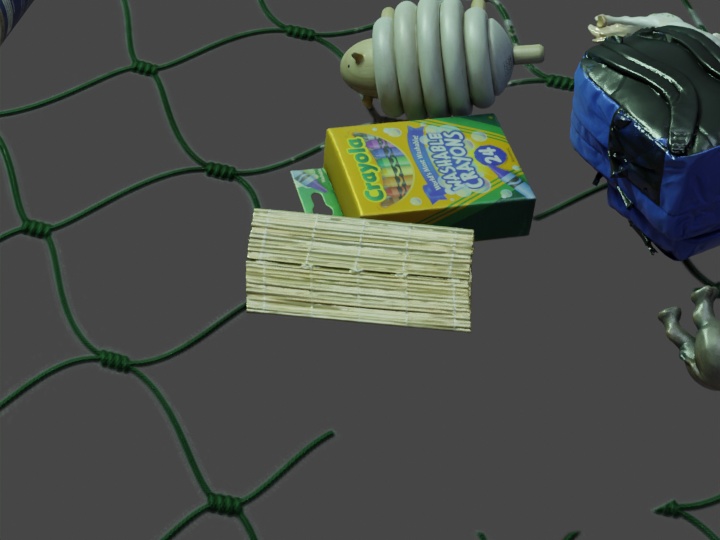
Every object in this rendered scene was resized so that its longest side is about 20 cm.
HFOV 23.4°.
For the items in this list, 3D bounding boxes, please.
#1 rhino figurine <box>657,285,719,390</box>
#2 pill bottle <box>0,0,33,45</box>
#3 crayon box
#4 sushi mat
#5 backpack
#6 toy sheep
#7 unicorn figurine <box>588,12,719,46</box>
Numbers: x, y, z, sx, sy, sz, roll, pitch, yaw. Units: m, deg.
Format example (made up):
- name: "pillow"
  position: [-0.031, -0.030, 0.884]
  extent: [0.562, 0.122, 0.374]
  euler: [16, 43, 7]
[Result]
- name: "rhino figurine"
  position: [0.360, 0.058, 1.487]
  extent: [0.199, 0.060, 0.088]
  euler: [-5, 59, -15]
- name: "pill bottle"
  position: [-0.371, -0.297, 1.723]
  extent: [0.110, 0.112, 0.201]
  euler: [15, 44, 8]
- name: "crayon box"
  position: [0.047, -0.079, 1.595]
  extent: [0.199, 0.052, 0.126]
  euler: [-7, 45, -14]
- name: "sushi mat"
  position: [0.000, 0.000, 1.505]
  extent: [0.198, 0.012, 0.096]
  euler: [6, 74, -2]
- name: "backpack"
  position: [0.280, -0.120, 1.584]
  extent: [0.162, 0.169, 0.200]
  euler: [-15, 44, -26]
- name: "toy sheep"
  position: [0.078, -0.204, 1.676]
  extent: [0.199, 0.138, 0.138]
  euler: [-8, 42, 10]
- name: "unicorn figurine"
  position: [0.325, -0.222, 1.762]
  extent: [0.137, 0.074, 0.200]
  euler: [-2, 37, -25]
